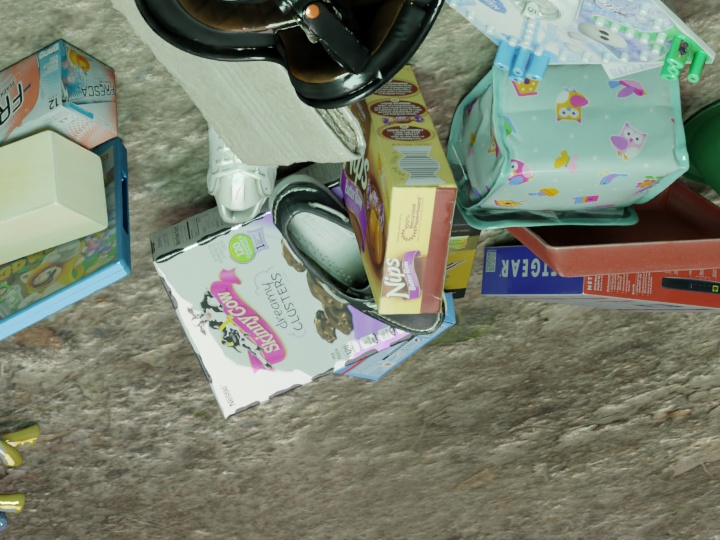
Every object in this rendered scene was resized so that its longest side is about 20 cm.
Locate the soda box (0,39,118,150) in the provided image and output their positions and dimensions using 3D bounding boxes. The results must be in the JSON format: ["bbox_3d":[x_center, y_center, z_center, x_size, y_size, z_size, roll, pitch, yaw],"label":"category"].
[{"bbox_3d":[-0.291,-0.113,1.602,0.199,0.064,0.068,-23,149,30],"label":"soda box"}]

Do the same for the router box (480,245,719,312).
[{"bbox_3d":[0.240,0.008,1.886,0.178,0.049,0.200,6,177,-25],"label":"router box"}]

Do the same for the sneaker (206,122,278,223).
[{"bbox_3d":[-0.093,-0.103,1.616,0.077,0.100,0.201,3,153,3],"label":"sneaker"}]

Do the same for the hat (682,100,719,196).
[{"bbox_3d":[0.370,-0.050,1.740,0.164,0.178,0.200,-7,154,2],"label":"hat"}]

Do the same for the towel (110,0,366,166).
[{"bbox_3d":[-0.093,-0.155,1.476,0.132,0.035,0.200,1,139,45],"label":"towel"}]

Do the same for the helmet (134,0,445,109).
[{"bbox_3d":[-0.051,-0.219,1.296,0.199,0.190,0.202,-23,131,-29],"label":"helmet"}]

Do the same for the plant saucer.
[{"bbox_3d":[0.225,-0.037,1.741,0.197,0.037,0.200,-3,-163,-15],"label":"plant saucer"}]

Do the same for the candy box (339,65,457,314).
[{"bbox_3d":[0.028,-0.069,1.572,0.056,0.201,0.118,-1,124,-12],"label":"candy box"}]

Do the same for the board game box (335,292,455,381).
[{"bbox_3d":[-0.032,0.050,1.895,0.198,0.037,0.151,11,150,-30],"label":"board game box"}]

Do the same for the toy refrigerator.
[{"bbox_3d":[-0.308,-0.048,1.583,0.198,0.071,0.076,-17,159,23],"label":"toy refrigerator"}]

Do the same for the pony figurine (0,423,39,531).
[{"bbox_3d":[-0.478,0.235,2.199,0.198,0.167,0.194,15,115,-30],"label":"pony figurine"}]

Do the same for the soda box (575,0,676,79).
[{"bbox_3d":[0.187,-0.223,1.475,0.063,0.069,0.200,-13,154,18],"label":"soda box"}]

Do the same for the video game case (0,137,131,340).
[{"bbox_3d":[-0.255,-0.025,1.619,0.142,0.201,0.018,-27,122,9],"label":"video game case"}]

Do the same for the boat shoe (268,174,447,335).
[{"bbox_3d":[0.000,0.000,1.676,0.199,0.060,0.076,35,107,-23],"label":"boat shoe"}]

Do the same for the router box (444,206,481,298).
[{"bbox_3d":[0.009,-0.024,1.858,0.198,0.053,0.158,-4,154,-5],"label":"router box"}]

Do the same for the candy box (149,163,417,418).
[{"bbox_3d":[-0.066,0.012,1.746,0.198,0.072,0.169,-23,113,0],"label":"candy box"}]

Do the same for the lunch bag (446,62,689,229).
[{"bbox_3d":[0.168,-0.100,1.668,0.168,0.123,0.200,-3,166,-12],"label":"lunch bag"}]

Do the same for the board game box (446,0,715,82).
[{"bbox_3d":[0.128,-0.194,1.439,0.199,0.026,0.199,7,159,48],"label":"board game box"}]
